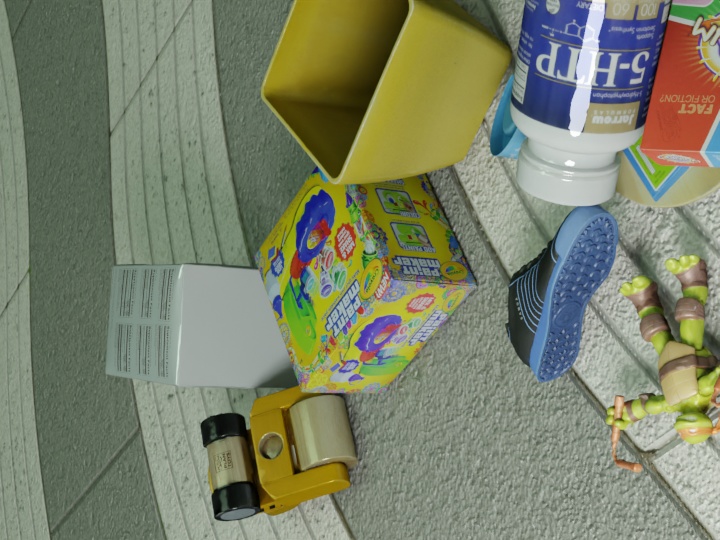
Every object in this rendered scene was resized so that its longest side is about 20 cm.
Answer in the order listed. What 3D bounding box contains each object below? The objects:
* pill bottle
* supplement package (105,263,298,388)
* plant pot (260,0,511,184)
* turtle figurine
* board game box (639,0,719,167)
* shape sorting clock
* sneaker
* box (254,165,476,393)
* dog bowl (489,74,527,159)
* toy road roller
[{"bbox_3d":[0.190,-0.165,1.028,0.120,0.118,0.203,40,133,49],"label":"pill bottle"},{"bbox_3d":[-0.196,0.069,1.551,0.199,0.189,0.150,0,86,53],"label":"supplement package"},{"bbox_3d":[0.037,-0.213,1.277,0.200,0.174,0.202,51,124,44],"label":"plant pot"},{"bbox_3d":[0.274,0.074,1.006,0.200,0.063,0.164,-43,45,54],"label":"turtle figurine"},{"bbox_3d":[0.313,-0.181,0.951,0.152,0.040,0.203,7,81,43],"label":"board game box"},{"bbox_3d":[0.274,-0.155,1.055,0.199,0.039,0.204,-10,78,55],"label":"shape sorting clock"},{"bbox_3d":[0.175,0.009,1.115,0.078,0.069,0.202,52,144,38],"label":"sneaker"},{"bbox_3d":[0.000,0.000,1.349,0.201,0.121,0.194,-52,48,37],"label":"box"},{"bbox_3d":[0.186,-0.192,1.145,0.112,0.049,0.202,-91,23,-63],"label":"dog bowl"},{"bbox_3d":[-0.092,0.230,1.474,0.197,0.146,0.125,-19,65,11],"label":"toy road roller"}]
